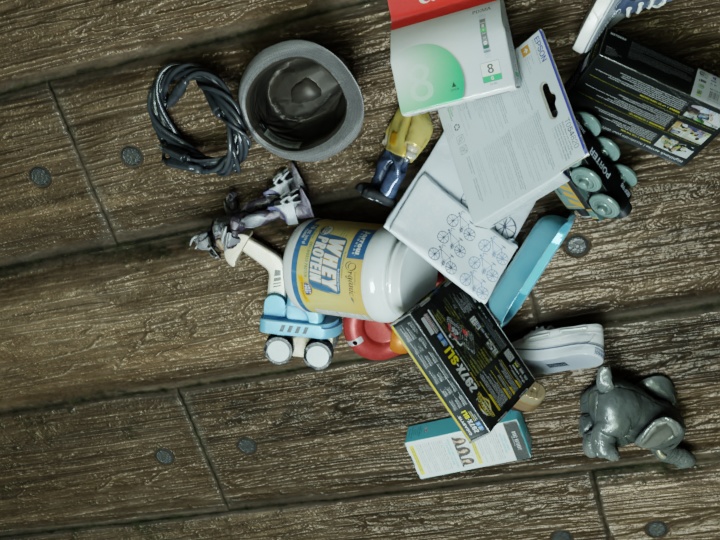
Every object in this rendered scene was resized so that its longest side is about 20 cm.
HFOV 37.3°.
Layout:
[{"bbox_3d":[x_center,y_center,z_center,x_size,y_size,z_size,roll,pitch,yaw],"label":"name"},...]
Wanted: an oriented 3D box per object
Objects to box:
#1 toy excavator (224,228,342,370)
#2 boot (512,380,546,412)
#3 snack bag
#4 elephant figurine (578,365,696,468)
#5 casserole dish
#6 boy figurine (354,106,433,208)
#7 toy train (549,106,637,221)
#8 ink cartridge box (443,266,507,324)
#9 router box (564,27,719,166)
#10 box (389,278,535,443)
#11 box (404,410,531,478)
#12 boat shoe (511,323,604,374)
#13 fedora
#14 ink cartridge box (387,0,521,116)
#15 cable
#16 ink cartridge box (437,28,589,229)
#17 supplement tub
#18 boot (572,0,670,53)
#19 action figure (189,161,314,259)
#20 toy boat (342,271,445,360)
[{"bbox_3d":[-0.121,0.040,1.700,0.193,0.100,0.202,6,107,5],"label":"toy excavator"},{"bbox_3d":[0.187,0.167,1.674,0.199,0.073,0.166,28,166,-2],"label":"boot"},{"bbox_3d":[0.154,-0.084,1.529,0.188,0.201,0.021,37,161,-13],"label":"snack bag"},{"bbox_3d":[0.454,0.235,1.685,0.198,0.155,0.143,3,77,-3],"label":"elephant figurine"},{"bbox_3d":[0.247,-0.007,1.569,0.039,0.121,0.201,34,104,15],"label":"casserole dish"},{"bbox_3d":[0.061,-0.190,1.510,0.064,0.124,0.201,16,106,-19],"label":"boy figurine"},{"bbox_3d":[0.302,-0.148,1.492,0.114,0.085,0.200,5,145,53],"label":"toy train"},{"bbox_3d":[0.172,-0.004,1.611,0.094,0.037,0.201,-34,118,-21],"label":"ink cartridge box"},{"bbox_3d":[0.382,-0.227,1.423,0.199,0.051,0.149,24,156,-3],"label":"router box"},{"bbox_3d":[0.149,0.119,1.517,0.049,0.160,0.201,-34,91,41],"label":"box"},{"bbox_3d":[0.182,0.288,1.797,0.199,0.049,0.083,-15,116,18],"label":"box"},{"bbox_3d":[0.293,0.120,1.671,0.199,0.066,0.074,-7,150,36],"label":"boat shoe"},{"bbox_3d":[-0.076,-0.251,1.516,0.199,0.090,0.177,-32,107,34],"label":"fedora"},{"bbox_3d":[0.114,-0.320,1.415,0.160,0.050,0.202,-11,94,20],"label":"ink cartridge box"},{"bbox_3d":[-0.231,-0.220,1.559,0.199,0.051,0.164,15,112,37],"label":"cable"},{"bbox_3d":[0.208,-0.188,1.437,0.040,0.201,0.200,7,150,-45],"label":"ink cartridge box"},{"bbox_3d":[0.000,0.000,1.585,0.199,0.145,0.146,6,122,30],"label":"supplement tub"},{"bbox_3d":[0.359,-0.356,1.381,0.090,0.073,0.201,28,120,1],"label":"boot"},{"bbox_3d":[-0.172,-0.083,1.618,0.199,0.130,0.070,-26,126,6],"label":"action figure"},{"bbox_3d":[0.066,0.081,1.654,0.199,0.131,0.131,-20,114,20],"label":"toy boat"}]
